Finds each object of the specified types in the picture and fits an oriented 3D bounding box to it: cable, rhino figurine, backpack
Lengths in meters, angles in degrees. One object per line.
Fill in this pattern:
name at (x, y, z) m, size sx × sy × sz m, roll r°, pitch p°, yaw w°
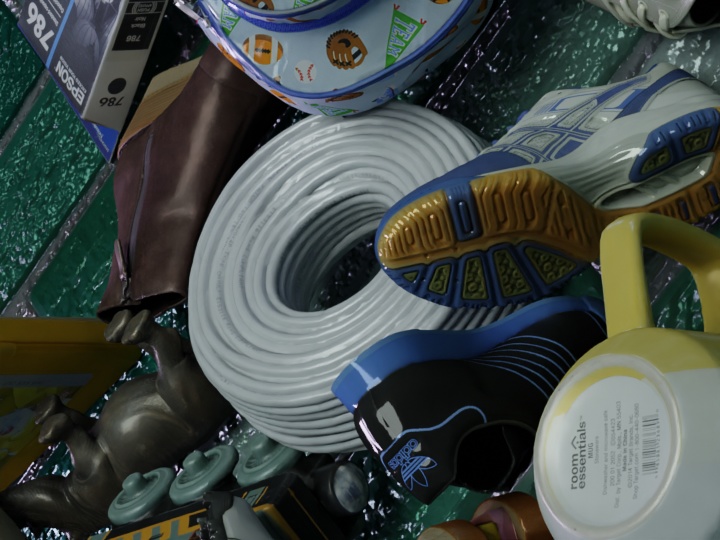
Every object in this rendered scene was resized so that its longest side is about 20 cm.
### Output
cable at (0.000, 0.000, 1.374) m, size 0.199 × 0.069 × 0.201 m, roll -1°, pitch 57°, yaw 36°
rhino figurine at (-0.150, 0.107, 1.513) m, size 0.200 × 0.087 × 0.060 m, roll -48°, pitch 21°, yaw 24°
backpack at (-0.020, -0.184, 1.357) m, size 0.200 × 0.154 × 0.191 m, roll -38°, pitch 88°, yaw 7°

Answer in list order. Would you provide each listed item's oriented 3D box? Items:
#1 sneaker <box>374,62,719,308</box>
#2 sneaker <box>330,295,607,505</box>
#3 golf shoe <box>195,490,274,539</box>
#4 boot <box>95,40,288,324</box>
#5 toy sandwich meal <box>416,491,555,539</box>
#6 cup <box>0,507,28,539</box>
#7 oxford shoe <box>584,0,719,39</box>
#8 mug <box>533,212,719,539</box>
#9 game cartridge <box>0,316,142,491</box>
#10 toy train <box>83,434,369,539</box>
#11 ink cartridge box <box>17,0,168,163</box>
sneaker at (0.095, -0.045, 1.281) m, size 0.088 × 0.199 × 0.076 m, roll -124°, pitch 20°, yaw -53°
sneaker at (0.072, 0.066, 1.243) m, size 0.070 × 0.200 × 0.078 m, roll -49°, pitch 65°, yaw 37°
golf shoe at (-0.016, 0.185, 1.257) m, size 0.078 × 0.094 × 0.200 m, roll 92°, pitch 154°, yaw -53°
boot at (-0.082, -0.059, 1.488) m, size 0.200 × 0.072 × 0.167 m, roll -25°, pitch 49°, yaw 52°
toy sandwich meal at (0.079, 0.206, 1.209) m, size 0.205 × 0.070 × 0.206 m, roll 174°, pitch 90°, yaw -79°
cup at (-0.261, 0.200, 1.491) m, size 0.200 × 0.200 × 0.144 m, roll -28°, pitch 69°, yaw 35°
oxford shoe at (0.150, -0.149, 1.307) m, size 0.199 × 0.075 × 0.058 m, roll 5°, pitch 79°, yaw 39°
mug at (0.149, 0.082, 1.183) m, size 0.150 × 0.153 × 0.187 m, roll -55°, pitch 47°, yaw 17°
game cartridge at (-0.250, 0.091, 1.527) m, size 0.176 × 0.200 × 0.032 m, roll -43°, pitch 68°, yaw 27°
toy train at (-0.084, 0.155, 1.404) m, size 0.200 × 0.085 × 0.114 m, roll -20°, pitch 23°, yaw 39°
ink cartridge box at (-0.163, -0.170, 1.584) m, size 0.100 × 0.039 × 0.200 m, roll 52°, pitch 136°, yaw 34°
